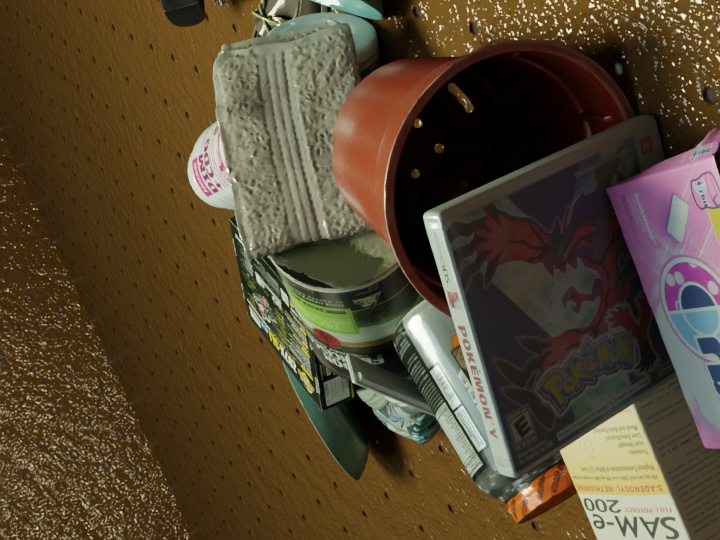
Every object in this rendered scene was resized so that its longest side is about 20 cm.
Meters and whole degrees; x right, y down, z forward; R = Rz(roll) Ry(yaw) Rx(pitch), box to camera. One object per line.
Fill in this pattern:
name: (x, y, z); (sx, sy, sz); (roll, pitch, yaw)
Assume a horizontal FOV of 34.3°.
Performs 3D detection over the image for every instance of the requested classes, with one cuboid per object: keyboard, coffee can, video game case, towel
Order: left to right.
towel: (-0.054, -0.118, 1.015); (0.034, 0.132, 0.201); (64, -167, -74)
coffee can: (0.000, 0.000, 1.099); (0.147, 0.146, 0.200); (53, 171, 30)
keyboard: (0.077, 0.127, 1.092); (0.011, 0.199, 0.056); (-63, 16, 10)
video game case: (0.146, 0.013, 0.779); (0.023, 0.199, 0.183); (4, 116, 58)

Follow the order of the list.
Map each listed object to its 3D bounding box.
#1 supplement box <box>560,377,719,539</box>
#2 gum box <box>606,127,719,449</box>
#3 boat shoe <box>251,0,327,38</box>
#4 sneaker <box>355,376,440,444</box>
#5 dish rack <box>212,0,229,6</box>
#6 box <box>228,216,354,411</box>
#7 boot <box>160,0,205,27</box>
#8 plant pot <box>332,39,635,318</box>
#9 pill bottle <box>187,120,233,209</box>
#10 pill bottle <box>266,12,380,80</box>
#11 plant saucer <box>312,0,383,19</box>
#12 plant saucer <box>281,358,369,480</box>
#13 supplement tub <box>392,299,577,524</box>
supplement box: (0.223, 0.150, 0.899); (0.201, 0.073, 0.126); (67, 156, 1)
gum box: (0.241, 0.010, 0.736); (0.201, 0.066, 0.113); (68, 159, -2)
boat shoe: (-0.082, -0.256, 1.223); (0.072, 0.059, 0.200); (60, 157, 19)
sneaker: (0.066, 0.145, 1.277); (0.086, 0.077, 0.200); (56, 165, -4)
dish rack: (-0.158, -0.364, 1.278); (0.200, 0.054, 0.154); (-128, 21, -79)
box: (-0.081, 0.041, 1.352); (0.200, 0.049, 0.160); (47, 154, 43)
boot: (-0.222, -0.406, 1.319); (0.188, 0.068, 0.201); (52, -154, -73)
plant pot: (0.077, -0.080, 0.885); (0.195, 0.200, 0.202); (-144, 36, -65)
pill bottle: (-0.138, -0.133, 1.394); (0.200, 0.113, 0.114); (-13, 100, 68)
pill bottle: (-0.030, -0.141, 1.149); (0.111, 0.111, 0.201); (42, 147, 46)
plant saucer: (-0.067, -0.276, 1.051); (0.200, 0.200, 0.028); (31, 102, 55)
plant saucer: (-0.038, 0.170, 1.484); (0.201, 0.036, 0.200); (59, -177, -5)
supplement tub: (0.125, 0.110, 1.022); (0.200, 0.122, 0.123); (58, 156, 19)
